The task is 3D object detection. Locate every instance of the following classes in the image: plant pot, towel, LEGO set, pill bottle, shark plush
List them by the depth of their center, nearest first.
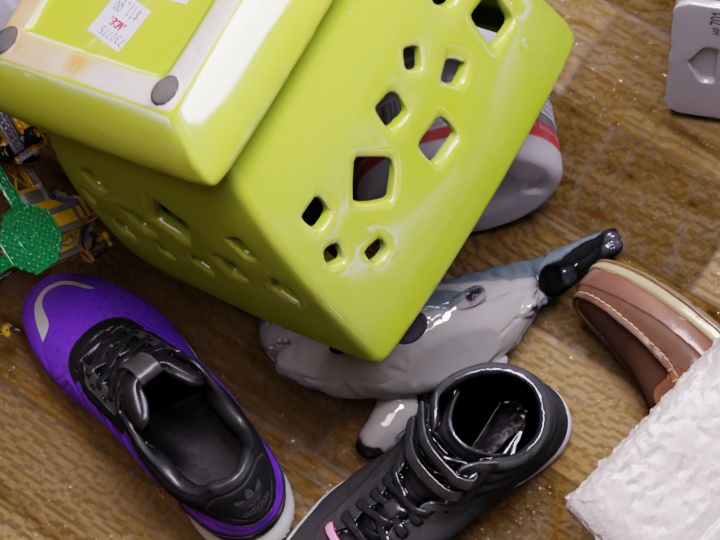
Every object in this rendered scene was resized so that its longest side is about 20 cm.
[{"bbox_3d":[-0.050,-0.102,1.118,0.199,0.181,0.200,21,76,42],"label":"plant pot"},{"bbox_3d":[0.212,0.090,1.152,0.133,0.034,0.200,44,88,10],"label":"towel"},{"bbox_3d":[0.044,0.011,1.251,0.199,0.091,0.083,-31,39,0],"label":"shark plush"},{"bbox_3d":[-0.221,-0.034,1.266,0.200,0.116,0.154,-40,85,24],"label":"LEGO set"},{"bbox_3d":[0.041,-0.131,1.276,0.113,0.114,0.201,-9,69,3],"label":"pill bottle"}]

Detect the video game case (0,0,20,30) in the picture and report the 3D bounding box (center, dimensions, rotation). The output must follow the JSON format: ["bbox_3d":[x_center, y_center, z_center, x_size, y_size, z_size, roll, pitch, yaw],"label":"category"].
[{"bbox_3d":[-0.149,-0.160,1.288,0.200,0.182,0.022,48,120,20],"label":"video game case"}]

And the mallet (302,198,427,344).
[{"bbox_3d":[0.000,0.000,1.210,0.066,0.200,0.041,-31,112,-17],"label":"mallet"}]

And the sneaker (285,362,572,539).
[{"bbox_3d":[0.023,0.113,1.195,0.200,0.099,0.071,-37,72,-6],"label":"sneaker"}]

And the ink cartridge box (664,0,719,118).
[{"bbox_3d":[0.226,-0.198,1.261,0.085,0.147,0.201,10,72,8],"label":"ink cartridge box"}]

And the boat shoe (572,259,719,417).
[{"bbox_3d":[0.179,0.076,1.205,0.068,0.072,0.200,-42,73,-11],"label":"boat shoe"}]

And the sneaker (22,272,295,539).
[{"bbox_3d":[-0.112,0.059,1.228,0.070,0.100,0.200,-43,68,-10],"label":"sneaker"}]
